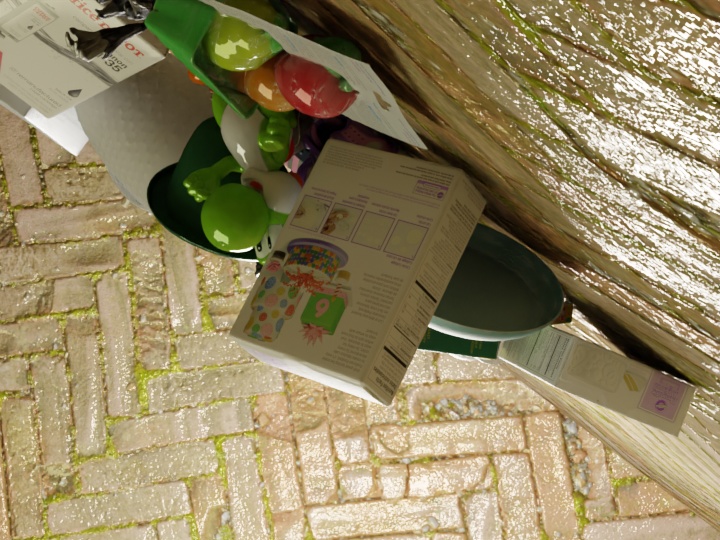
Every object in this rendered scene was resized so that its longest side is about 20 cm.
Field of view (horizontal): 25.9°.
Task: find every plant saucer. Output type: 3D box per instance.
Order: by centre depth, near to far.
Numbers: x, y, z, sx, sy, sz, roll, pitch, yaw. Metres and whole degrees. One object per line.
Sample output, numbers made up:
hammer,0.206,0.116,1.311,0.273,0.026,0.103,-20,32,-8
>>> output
plant saucer,0.088,0.007,1.434,0.200,0.027,0.200,14,-151,-8

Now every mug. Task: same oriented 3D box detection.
mug,-0.234,-0.148,1.737,0.175,0.148,0.200,44,140,13

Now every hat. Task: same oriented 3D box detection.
hat,-0.111,-0.130,1.460,0.200,0.176,0.166,18,-147,3

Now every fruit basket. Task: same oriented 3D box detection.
fruit basket,-0.052,-0.164,1.186,0.200,0.094,0.185,20,171,21

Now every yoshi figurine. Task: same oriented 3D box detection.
yoshi figurine,-0.105,-0.100,1.392,0.112,0.112,0.201,118,141,-85

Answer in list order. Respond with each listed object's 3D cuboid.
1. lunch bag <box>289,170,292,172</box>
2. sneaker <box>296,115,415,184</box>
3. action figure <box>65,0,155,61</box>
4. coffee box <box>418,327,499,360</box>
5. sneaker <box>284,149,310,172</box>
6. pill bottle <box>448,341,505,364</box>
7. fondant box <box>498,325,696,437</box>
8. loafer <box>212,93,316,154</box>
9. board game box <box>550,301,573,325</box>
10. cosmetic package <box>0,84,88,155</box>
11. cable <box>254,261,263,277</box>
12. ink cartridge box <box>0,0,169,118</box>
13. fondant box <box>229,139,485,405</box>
lunch bag,-0.020,-0.051,1.843,0.170,0.124,0.200,47,-155,-14
sneaker,-0.022,-0.113,1.520,0.088,0.081,0.200,45,166,-17
action figure,-0.226,-0.255,1.387,0.200,0.102,0.119,64,-175,-79
coffee box,0.053,0.056,1.677,0.199,0.044,0.123,7,-174,5
sneaker,-0.072,-0.145,1.691,0.082,0.070,0.200,37,177,-32
pill bottle,0.123,0.046,1.946,0.111,0.111,0.200,39,177,-30
fondant box,0.243,0.106,1.640,0.144,0.058,0.200,23,-178,-13
loafer,-0.121,-0.187,1.587,0.200,0.071,0.073,38,177,-6
board game box,0.114,0.030,1.650,0.200,0.030,0.095,8,-174,34
cosmetic package,-0.335,-0.260,1.777,0.123,0.200,0.199,34,177,10
cable,0.000,0.000,1.537,0.199,0.050,0.097,8,172,6
ink cartridge box,-0.292,-0.250,1.552,0.200,0.083,0.146,-19,133,41
fondant box,-0.002,-0.002,1.335,0.144,0.200,0.058,17,162,35
